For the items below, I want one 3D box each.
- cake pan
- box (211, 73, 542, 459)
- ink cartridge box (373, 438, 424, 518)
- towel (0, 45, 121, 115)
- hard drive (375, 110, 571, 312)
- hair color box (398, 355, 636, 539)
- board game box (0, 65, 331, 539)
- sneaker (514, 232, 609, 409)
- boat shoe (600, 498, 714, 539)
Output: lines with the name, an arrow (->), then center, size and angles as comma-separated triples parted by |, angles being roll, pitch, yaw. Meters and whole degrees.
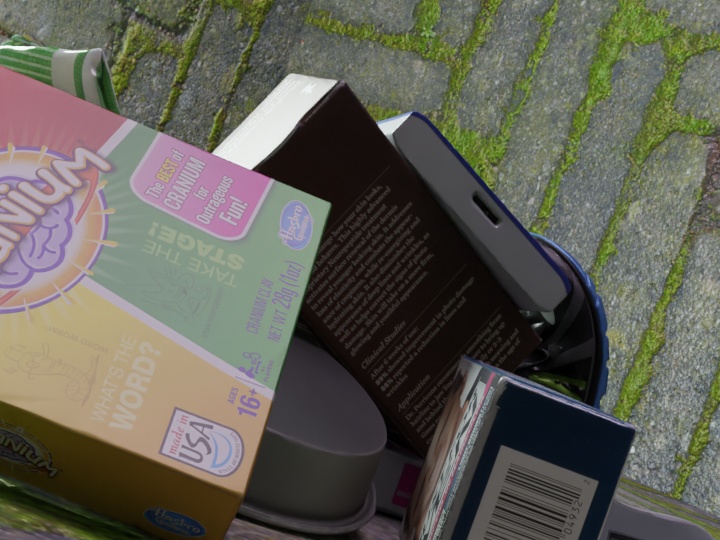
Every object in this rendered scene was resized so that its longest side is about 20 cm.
cake pan -> -0.069, 0.049, 0.732 | 0.199, 0.037, 0.200 | 31, 12, -7
box -> 0.000, 0.000, 0.840 | 0.200, 0.100, 0.075 | 51, -15, -27
ink cartridge box -> -0.054, 0.089, 0.915 | 0.119, 0.042, 0.199 | 24, -3, -37
towel -> -0.199, -0.058, 0.875 | 0.198, 0.154, 0.023 | 7, 32, 38
hard drive -> 0.040, -0.032, 0.913 | 0.132, 0.025, 0.200 | 48, -11, -11
hair color box -> 0.062, 0.098, 0.680 | 0.060, 0.101, 0.200 | 21, -2, 0
board game box -> -0.121, 0.000, 0.560 | 0.198, 0.154, 0.040 | 22, -45, -7
sneaker -> 0.105, 0.074, 0.942 | 0.082, 0.202, 0.070 | 7, -12, -34
boat shoe -> 0.123, 0.152, 0.883 | 0.199, 0.069, 0.056 | 26, -19, -27
